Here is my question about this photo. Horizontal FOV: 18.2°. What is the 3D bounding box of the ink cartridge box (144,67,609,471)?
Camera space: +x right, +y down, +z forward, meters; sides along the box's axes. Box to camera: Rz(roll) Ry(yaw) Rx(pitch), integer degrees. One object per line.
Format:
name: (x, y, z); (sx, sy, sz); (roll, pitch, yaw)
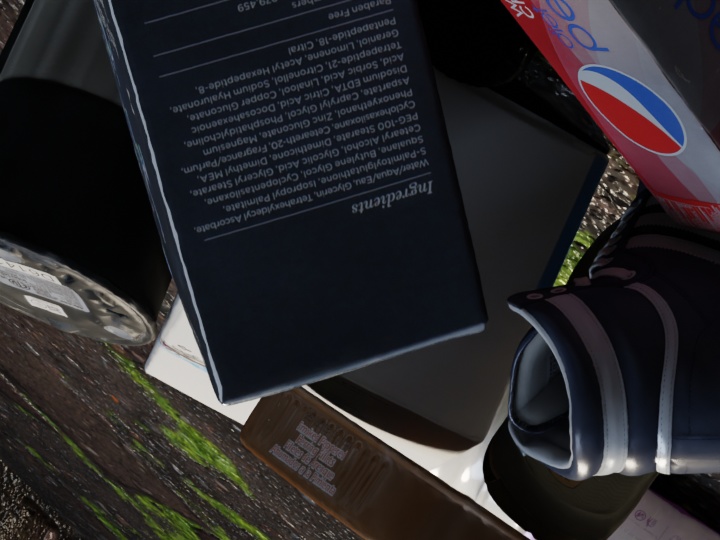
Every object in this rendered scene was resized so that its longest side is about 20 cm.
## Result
ink cartridge box: (0.000, 0.000, 1.054); (0.146, 0.147, 0.200); (27, 165, -4)

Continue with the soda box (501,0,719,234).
soda box: (0.094, -0.100, 0.759); (0.200, 0.070, 0.063); (49, 160, -30)

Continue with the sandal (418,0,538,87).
sandal: (0.036, -0.150, 0.821); (0.075, 0.045, 0.201); (21, 142, 33)

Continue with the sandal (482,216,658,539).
sandal: (0.109, 0.034, 0.916); (0.082, 0.200, 0.055); (35, 131, 7)

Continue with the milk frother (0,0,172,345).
milk frother: (-0.135, -0.096, 0.986); (0.180, 0.189, 0.200); (22, 163, -2)

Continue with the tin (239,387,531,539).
tin: (0.020, 0.096, 0.905); (0.112, 0.042, 0.200); (40, 174, -29)

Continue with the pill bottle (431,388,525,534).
pill bottle: (0.029, 0.058, 1.246); (0.200, 0.112, 0.112); (34, 163, 13)

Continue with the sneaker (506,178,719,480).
sneaker: (0.101, 0.010, 0.844); (0.200, 0.108, 0.070); (-101, 5, -59)

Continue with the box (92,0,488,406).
box: (-0.038, -0.078, 0.836); (0.148, 0.107, 0.201); (-122, 17, -68)

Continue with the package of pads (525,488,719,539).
package of pads: (0.186, 0.185, 1.290); (0.200, 0.076, 0.121); (33, 171, 21)
